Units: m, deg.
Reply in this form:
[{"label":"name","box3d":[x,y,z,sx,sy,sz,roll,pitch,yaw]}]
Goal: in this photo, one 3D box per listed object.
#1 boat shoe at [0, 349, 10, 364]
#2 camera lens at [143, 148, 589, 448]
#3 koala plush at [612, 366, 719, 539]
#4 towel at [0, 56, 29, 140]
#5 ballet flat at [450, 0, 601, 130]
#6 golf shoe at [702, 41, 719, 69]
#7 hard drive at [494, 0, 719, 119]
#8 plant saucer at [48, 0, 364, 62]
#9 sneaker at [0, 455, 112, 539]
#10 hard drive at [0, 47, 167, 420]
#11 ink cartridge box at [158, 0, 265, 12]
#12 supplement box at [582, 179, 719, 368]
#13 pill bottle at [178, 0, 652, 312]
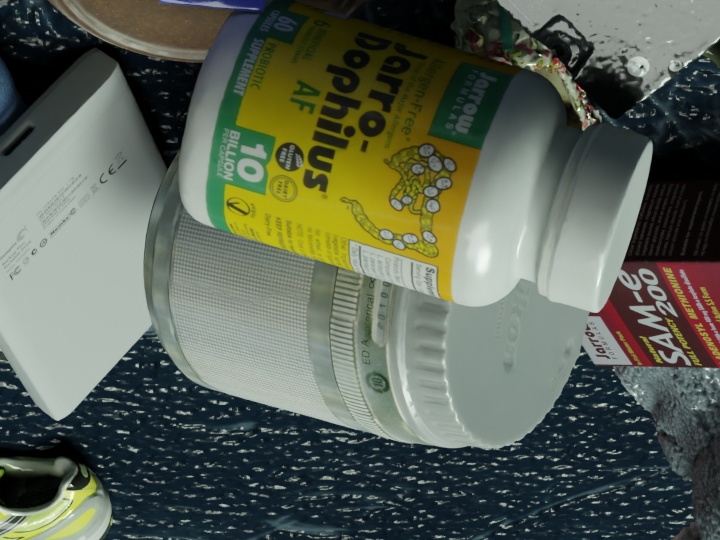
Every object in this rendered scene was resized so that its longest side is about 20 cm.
[{"label":"boat shoe","box3d":[-0.242,0.013,1.516,0.200,0.076,0.060,26,141,-21]},{"label":"camera lens","box3d":[0.000,0.000,1.364,0.200,0.160,0.160,13,160,33]},{"label":"koala plush","box3d":[0.240,0.110,1.574,0.183,0.201,0.177,23,142,-35]},{"label":"towel","box3d":[-0.226,-0.074,1.388,0.111,0.049,0.200,-8,148,9]},{"label":"ballet flat","box3d":[0.087,-0.080,1.380,0.075,0.064,0.200,-11,149,13]},{"label":"golf shoe","box3d":[0.127,-0.144,1.229,0.199,0.098,0.078,16,167,-23]},{"label":"hard drive","box3d":[0.142,-0.176,1.158,0.200,0.038,0.140,-39,113,23]},{"label":"plant saucer","box3d":[-0.075,-0.158,1.271,0.200,0.035,0.200,-1,150,0]},{"label":"sneaker","box3d":[-0.270,0.157,1.764,0.199,0.076,0.077,-11,142,-5]},{"label":"hard drive","box3d":[-0.155,-0.016,1.431,0.027,0.132,0.200,33,162,27]},{"label":"ink cartridge box","box3d":[-0.048,-0.200,1.127,0.136,0.077,0.200,5,139,-11]},{"label":"supplement box","box3d":[0.207,0.003,1.465,0.199,0.061,0.109,0,145,32]},{"label":"pill bottle","box3d":[0.027,-0.049,1.210,0.199,0.113,0.113,18,151,11]}]
